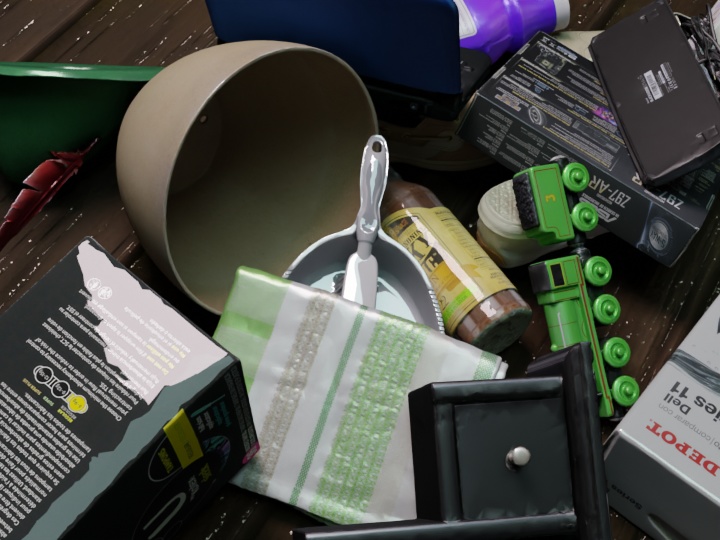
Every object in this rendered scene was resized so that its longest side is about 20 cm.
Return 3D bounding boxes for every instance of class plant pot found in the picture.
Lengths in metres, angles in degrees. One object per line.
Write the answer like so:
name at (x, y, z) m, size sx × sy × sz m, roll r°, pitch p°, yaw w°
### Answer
plant pot at (-0.102, -0.081, 0.859) m, size 0.200 × 0.201 × 0.134 m, roll -36°, pitch 44°, yaw -29°

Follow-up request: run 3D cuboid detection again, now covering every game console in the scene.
game console at (-0.005, -0.197, 0.878) m, size 0.199 × 0.119 × 0.171 m, roll 16°, pitch 34°, yaw 13°

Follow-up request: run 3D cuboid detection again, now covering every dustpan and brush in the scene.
dustpan and brush at (0.000, 0.000, 0.847) m, size 0.139 × 0.057 × 0.201 m, roll 8°, pitch 68°, yaw -4°

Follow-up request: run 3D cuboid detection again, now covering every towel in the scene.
towel at (-0.016, 0.095, 0.794) m, size 0.200 × 0.031 × 0.150 m, roll 20°, pitch 80°, yaw 9°

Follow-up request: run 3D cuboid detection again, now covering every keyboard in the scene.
keyboard at (0.253, -0.143, 0.926) m, size 0.104 × 0.040 × 0.200 m, roll -28°, pitch 41°, yaw 20°

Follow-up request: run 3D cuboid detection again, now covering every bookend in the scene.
bookend at (0.044, 0.152, 0.705) m, size 0.198 × 0.092 × 0.201 m, roll -2°, pitch 80°, yaw -9°

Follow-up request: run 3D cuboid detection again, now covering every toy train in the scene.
toy train at (0.155, 0.015, 0.852) m, size 0.056 × 0.042 × 0.201 m, roll -10°, pitch 86°, yaw -21°

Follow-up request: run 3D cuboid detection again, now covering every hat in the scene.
hat at (-0.244, -0.074, 0.917) m, size 0.200 × 0.177 × 0.165 m, roll -7°, pitch 14°, yaw -39°

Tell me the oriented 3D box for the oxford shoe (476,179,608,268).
oxford shoe at (0.165, -0.048, 0.944) m, size 0.200 × 0.058 × 0.075 m, roll -17°, pitch 51°, yaw -37°

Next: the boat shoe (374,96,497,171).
boat shoe at (0.053, -0.131, 0.974) m, size 0.199 × 0.069 × 0.074 m, roll -4°, pitch 54°, yaw -12°

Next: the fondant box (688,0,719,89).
fondant box at (0.368, -0.185, 1.006) m, size 0.144 × 0.058 × 0.200 m, roll 40°, pitch 75°, yaw -4°

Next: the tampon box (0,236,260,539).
tampon box at (-0.177, 0.115, 0.692) m, size 0.126 × 0.150 × 0.200 m, roll 37°, pitch 68°, yaw 18°

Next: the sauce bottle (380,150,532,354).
sauce bottle at (0.049, -0.020, 0.899) m, size 0.065 × 0.065 × 0.200 m, roll -26°, pitch 60°, yaw -24°

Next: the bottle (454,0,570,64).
bottle at (0.085, -0.213, 1.027) m, size 0.199 × 0.065 × 0.084 m, roll -17°, pitch 55°, yaw -9°

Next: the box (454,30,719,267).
box at (0.196, -0.105, 0.943) m, size 0.200 × 0.044 × 0.160 m, roll 33°, pitch 39°, yaw 8°

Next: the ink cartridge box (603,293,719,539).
ink cartridge box at (0.277, 0.110, 0.822) m, size 0.146 × 0.083 × 0.200 m, roll 35°, pitch 58°, yaw 18°

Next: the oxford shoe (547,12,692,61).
oxford shoe at (0.257, -0.207, 1.057) m, size 0.199 × 0.074 × 0.071 m, roll -1°, pitch 54°, yaw -9°
